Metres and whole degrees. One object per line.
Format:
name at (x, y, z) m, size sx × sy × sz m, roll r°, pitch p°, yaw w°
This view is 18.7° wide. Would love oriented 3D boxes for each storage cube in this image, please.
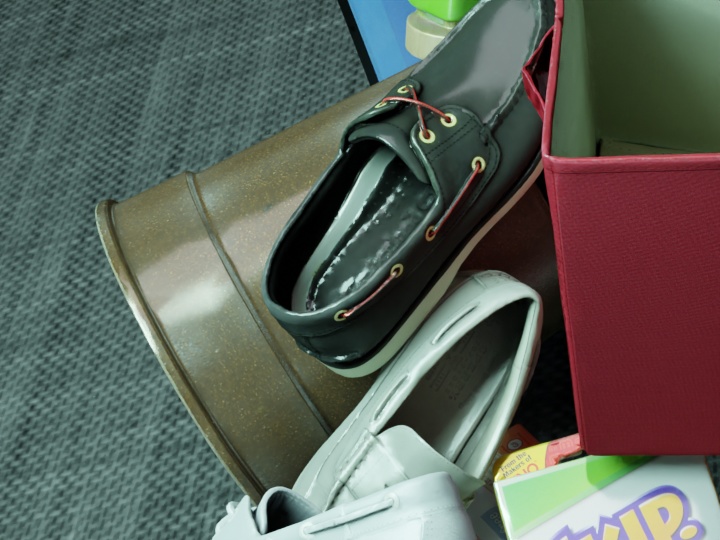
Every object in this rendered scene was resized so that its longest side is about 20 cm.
storage cube at (0.174, -0.042, 0.932) m, size 0.198 × 0.181 × 0.172 m, roll -2°, pitch 45°, yaw 11°

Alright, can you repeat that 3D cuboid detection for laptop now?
laptop at (0.044, -0.104, 1.258) m, size 0.103 × 0.178 × 0.201 m, roll -16°, pitch 37°, yaw 10°

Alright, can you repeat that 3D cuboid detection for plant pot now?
plant pot at (0.000, 0.000, 1.108) m, size 0.197 × 0.201 × 0.201 m, roll -32°, pitch 36°, yaw 3°

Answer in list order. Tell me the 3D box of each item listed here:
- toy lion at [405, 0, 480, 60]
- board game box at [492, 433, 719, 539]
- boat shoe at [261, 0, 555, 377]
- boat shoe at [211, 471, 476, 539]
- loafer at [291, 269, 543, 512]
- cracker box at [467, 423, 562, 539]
toy lion at (0.073, -0.170, 1.131) m, size 0.191 × 0.069 × 0.200 m, roll -16°, pitch 32°, yaw -36°
board game box at (0.123, 0.157, 0.943) m, size 0.095 × 0.030 × 0.201 m, roll -16°, pitch 61°, yaw 2°
boat shoe at (0.030, -0.049, 0.987) m, size 0.073 × 0.063 × 0.202 m, roll 29°, pitch 82°, yaw 36°
boat shoe at (-0.030, 0.124, 0.902) m, size 0.072 × 0.069 × 0.199 m, roll -2°, pitch -12°, yaw -39°
loafer at (0.020, 0.088, 0.983) m, size 0.201 × 0.070 × 0.070 m, roll -63°, pitch 19°, yaw -11°
cracker box at (0.035, 0.173, 1.018) m, size 0.199 × 0.058 × 0.134 m, roll -33°, pitch 38°, yaw -12°
